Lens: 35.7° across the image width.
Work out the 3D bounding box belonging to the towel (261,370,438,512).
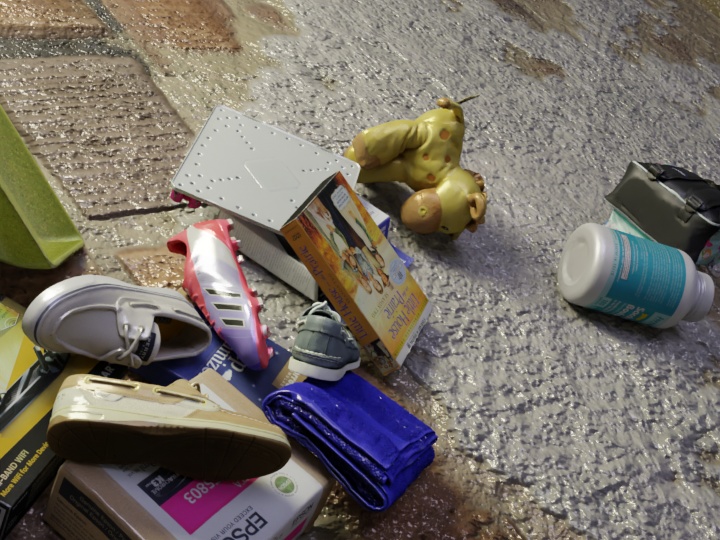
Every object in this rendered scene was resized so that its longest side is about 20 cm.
[{"bbox_3d":[0.000,0.148,1.066,0.147,0.050,0.200,41,11,11],"label":"towel"}]

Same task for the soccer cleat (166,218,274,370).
[{"bbox_3d":[-0.143,0.028,1.141,0.076,0.067,0.201,-17,51,-8],"label":"soccer cleat"}]

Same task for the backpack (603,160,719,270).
[{"bbox_3d":[0.466,-0.076,1.647,0.177,0.152,0.199,43,32,25],"label":"backpack"}]

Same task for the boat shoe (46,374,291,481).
[{"bbox_3d":[-0.152,0.122,0.913,0.198,0.074,0.067,13,43,-20],"label":"boat shoe"}]

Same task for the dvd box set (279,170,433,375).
[{"bbox_3d":[0.000,0.000,1.258,0.201,0.029,0.146,55,30,-11],"label":"dvd box set"}]

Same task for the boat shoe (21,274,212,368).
[{"bbox_3d":[-0.211,0.054,1.011,0.070,0.071,0.199,36,13,30],"label":"boat shoe"}]

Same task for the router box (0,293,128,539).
[{"bbox_3d":[-0.316,0.116,0.959,0.156,0.053,0.200,29,34,2],"label":"router box"}]

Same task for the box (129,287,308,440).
[{"bbox_3d":[-0.127,0.104,1.123,0.199,0.033,0.121,31,34,3],"label":"box"}]

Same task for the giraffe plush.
[{"bbox_3d":[0.093,-0.117,1.458,0.164,0.198,0.172,69,13,5],"label":"giraffe plush"}]

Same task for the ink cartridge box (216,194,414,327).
[{"bbox_3d":[-0.046,-0.042,1.355,0.199,0.041,0.200,35,35,9],"label":"ink cartridge box"}]

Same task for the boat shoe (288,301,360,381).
[{"bbox_3d":[-0.032,0.066,1.145,0.072,0.063,0.200,13,6,4],"label":"boat shoe"}]

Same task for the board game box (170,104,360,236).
[{"bbox_3d":[-0.109,-0.106,1.336,0.198,0.026,0.201,23,36,-5],"label":"board game box"}]

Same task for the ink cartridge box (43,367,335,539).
[{"bbox_3d":[-0.140,0.194,0.960,0.164,0.076,0.200,36,34,14],"label":"ink cartridge box"}]

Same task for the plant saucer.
[{"bbox_3d":[-0.353,-0.088,1.087,0.201,0.048,0.200,60,-1,-9],"label":"plant saucer"}]

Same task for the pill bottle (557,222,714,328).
[{"bbox_3d":[0.375,0.013,1.509,0.198,0.111,0.111,15,36,-16],"label":"pill bottle"}]
